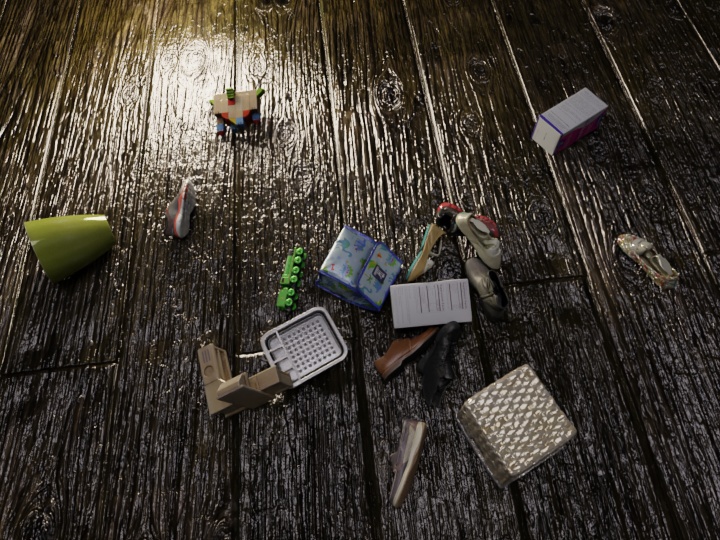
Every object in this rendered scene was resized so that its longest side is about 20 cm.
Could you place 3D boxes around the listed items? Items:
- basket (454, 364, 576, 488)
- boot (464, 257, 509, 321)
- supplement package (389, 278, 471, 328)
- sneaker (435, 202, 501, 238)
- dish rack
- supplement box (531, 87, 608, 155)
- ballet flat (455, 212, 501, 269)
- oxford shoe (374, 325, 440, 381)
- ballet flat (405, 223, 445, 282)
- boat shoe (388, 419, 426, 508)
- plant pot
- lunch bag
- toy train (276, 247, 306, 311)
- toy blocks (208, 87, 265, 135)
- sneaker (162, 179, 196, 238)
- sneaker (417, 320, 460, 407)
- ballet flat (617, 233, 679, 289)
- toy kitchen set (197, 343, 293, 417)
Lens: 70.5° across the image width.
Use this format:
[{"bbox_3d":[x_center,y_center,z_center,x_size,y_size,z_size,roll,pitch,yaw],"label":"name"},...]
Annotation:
[{"bbox_3d":[0.357,0.358,1.181,0.199,0.161,0.199,-27,63,-11],"label":"basket"},{"bbox_3d":[0.344,0.029,1.363,0.067,0.131,0.201,-17,63,-5],"label":"boot"},{"bbox_3d":[0.181,0.085,1.339,0.198,0.114,0.111,-5,89,2],"label":"supplement package"},{"bbox_3d":[0.302,-0.127,1.466,0.199,0.071,0.098,25,39,17],"label":"sneaker"},{"bbox_3d":[-0.148,0.208,1.358,0.199,0.044,0.172,-28,64,-10],"label":"dish rack"},{"bbox_3d":[0.658,-0.470,1.608,0.199,0.101,0.104,-33,66,-12],"label":"supplement box"},{"bbox_3d":[0.339,-0.083,1.400,0.200,0.069,0.070,45,70,-16],"label":"ballet flat"},{"bbox_3d":[0.122,0.199,1.330,0.199,0.071,0.071,-35,61,-12],"label":"oxford shoe"},{"bbox_3d":[0.191,-0.045,1.450,0.063,0.069,0.201,25,68,1],"label":"ballet flat"},{"bbox_3d":[0.101,0.451,1.206,0.064,0.072,0.201,13,67,23],"label":"boat shoe"},{"bbox_3d":[-0.837,-0.086,1.499,0.199,0.188,0.188,-24,63,-25],"label":"plant pot"},{"bbox_3d":[0.000,0.000,1.415,0.199,0.128,0.171,29,65,0],"label":"lunch bag"},{"bbox_3d":[-0.199,0.023,1.459,0.056,0.042,0.202,0,63,16],"label":"toy train"},{"bbox_3d":[-0.419,-0.534,1.735,0.198,0.100,0.138,-7,74,2],"label":"toy blocks"},{"bbox_3d":[-0.569,-0.195,1.577,0.081,0.077,0.202,-1,62,11],"label":"sneaker"},{"bbox_3d":[0.209,0.233,1.273,0.201,0.060,0.104,-58,41,18],"label":"sneaker"},{"bbox_3d":[0.798,-0.037,1.401,0.075,0.064,0.201,-31,65,-10],"label":"ballet flat"},{"bbox_3d":[-0.308,0.238,1.260,0.199,0.163,0.181,-26,63,9],"label":"toy kitchen set"}]
